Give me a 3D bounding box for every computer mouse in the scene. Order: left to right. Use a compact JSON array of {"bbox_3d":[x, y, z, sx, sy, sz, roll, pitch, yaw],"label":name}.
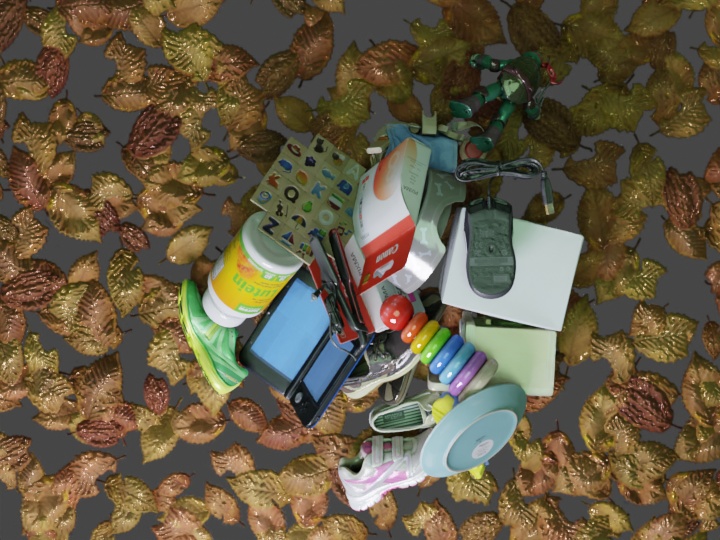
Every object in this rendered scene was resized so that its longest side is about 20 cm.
[{"bbox_3d":[0.212,-0.064,1.331,0.138,0.046,0.204,-7,88,-1],"label":"computer mouse"}]

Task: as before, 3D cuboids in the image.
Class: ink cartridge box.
[{"bbox_3d":[0.000,0.000,1.471,0.043,0.172,0.203,-30,79,41],"label":"ink cartridge box"},{"bbox_3d":[0.032,-0.079,1.389,0.050,0.162,0.203,25,63,-19],"label":"ink cartridge box"}]

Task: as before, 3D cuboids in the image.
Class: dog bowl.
[{"bbox_3d":[0.085,-0.068,1.421,0.058,0.200,0.202,25,96,-14],"label":"dog bowl"}]

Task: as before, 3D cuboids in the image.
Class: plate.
[{"bbox_3d":[0.180,0.253,1.415,0.200,0.200,0.026,-44,52,5],"label":"plate"}]

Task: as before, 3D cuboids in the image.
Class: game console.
[{"bbox_3d":[-0.092,0.125,1.527,0.117,0.171,0.202,30,97,-26],"label":"game console"}]

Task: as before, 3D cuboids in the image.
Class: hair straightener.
[{"bbox_3d":[-0.043,0.042,1.401,0.076,0.041,0.203,-15,88,-25],"label":"hair straightener"}]

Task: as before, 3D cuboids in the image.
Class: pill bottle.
[{"bbox_3d":[-0.178,0.006,1.486,0.111,0.111,0.200,43,131,0],"label":"pill bottle"}]

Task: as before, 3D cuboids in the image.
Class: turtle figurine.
[{"bbox_3d":[0.232,-0.289,1.458,0.150,0.101,0.200,44,67,-3],"label":"turtle figurine"}]

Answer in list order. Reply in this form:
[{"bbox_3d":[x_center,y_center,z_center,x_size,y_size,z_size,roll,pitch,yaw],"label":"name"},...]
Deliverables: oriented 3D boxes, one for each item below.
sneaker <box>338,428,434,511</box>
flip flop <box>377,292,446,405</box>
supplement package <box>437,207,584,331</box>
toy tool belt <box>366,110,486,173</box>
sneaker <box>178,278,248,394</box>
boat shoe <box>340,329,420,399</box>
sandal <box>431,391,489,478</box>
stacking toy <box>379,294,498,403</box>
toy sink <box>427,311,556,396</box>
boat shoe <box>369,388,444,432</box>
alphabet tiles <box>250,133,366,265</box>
[{"bbox_3d":[0.045,0.315,1.531,0.198,0.082,0.089,-33,110,9],"label":"sneaker"},{"bbox_3d":[0.092,0.131,1.539,0.057,0.081,0.203,23,88,-36],"label":"flip flop"},{"bbox_3d":[0.229,-0.008,1.452,0.188,0.200,0.150,13,95,3],"label":"supplement package"},{"bbox_3d":[0.110,-0.191,1.484,0.196,0.123,0.127,-1,94,3],"label":"toy tool belt"},{"bbox_3d":[-0.251,0.106,1.563,0.083,0.074,0.203,-24,90,-19],"label":"sneaker"},{"bbox_3d":[0.029,0.144,1.505,0.064,0.074,0.200,26,124,-38],"label":"boat shoe"},{"bbox_3d":[0.179,0.253,1.509,0.087,0.201,0.079,-40,47,-10],"label":"sandal"},{"bbox_3d":[0.112,0.110,1.405,0.199,0.085,0.086,41,96,8],"label":"stacking toy"},{"bbox_3d":[0.209,0.131,1.499,0.196,0.130,0.114,2,94,4],"label":"toy sink"},{"bbox_3d":[0.110,0.237,1.545,0.197,0.062,0.073,-18,93,4],"label":"boat shoe"},{"bbox_3d":[-0.074,-0.114,1.454,0.165,0.006,0.202,34,63,-8],"label":"alphabet tiles"}]
